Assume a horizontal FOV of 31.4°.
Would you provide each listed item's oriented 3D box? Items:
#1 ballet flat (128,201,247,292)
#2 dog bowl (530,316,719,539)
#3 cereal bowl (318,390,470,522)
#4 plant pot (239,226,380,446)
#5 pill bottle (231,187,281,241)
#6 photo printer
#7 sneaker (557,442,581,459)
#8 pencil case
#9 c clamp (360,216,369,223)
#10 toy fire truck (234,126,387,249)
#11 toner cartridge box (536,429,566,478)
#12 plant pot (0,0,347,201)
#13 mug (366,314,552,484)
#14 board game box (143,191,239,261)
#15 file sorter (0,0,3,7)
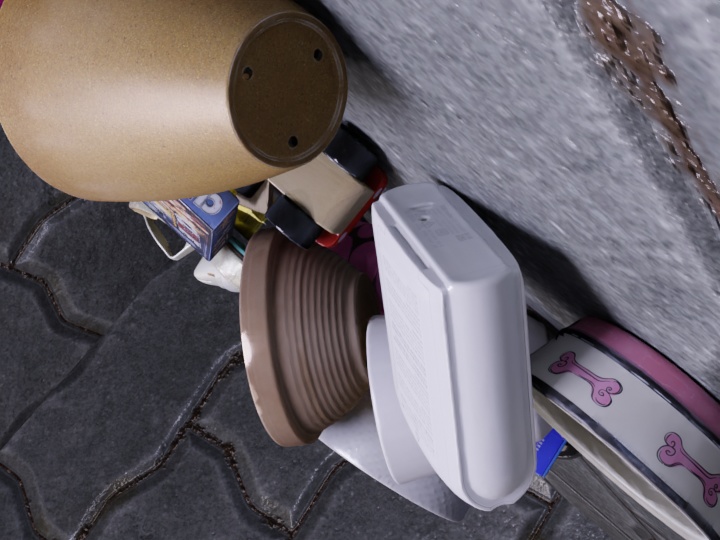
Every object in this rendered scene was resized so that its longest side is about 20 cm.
[{"bbox_3d":[-0.153,-0.022,1.267,0.200,0.062,0.067,43,-176,23],"label":"ballet flat"},{"bbox_3d":[0.203,0.113,0.926,0.200,0.074,0.200,41,176,3],"label":"dog bowl"},{"bbox_3d":[0.037,0.165,1.291,0.200,0.084,0.200,32,179,0],"label":"cereal bowl"},{"bbox_3d":[-0.035,0.055,1.161,0.201,0.092,0.202,-8,-90,-77],"label":"plant pot"},{"bbox_3d":[-0.129,-0.119,1.281,0.200,0.114,0.114,42,176,0],"label":"pill bottle"},{"bbox_3d":[0.067,0.058,0.911,0.166,0.069,0.201,-124,23,-60],"label":"photo printer"},{"bbox_3d":[0.165,0.127,1.372,0.200,0.073,0.082,39,177,28],"label":"sneaker"},{"bbox_3d":[0.000,0.000,1.292,0.094,0.091,0.200,48,165,-30],"label":"pencil case"},{"bbox_3d":[0.075,0.011,1.333,0.200,0.027,0.171,36,174,47],"label":"c clamp"},{"bbox_3d":[-0.066,-0.089,1.111,0.176,0.129,0.200,40,-173,10],"label":"toy fire truck"},{"bbox_3d":[0.124,0.115,1.291,0.199,0.095,0.043,33,179,12],"label":"toner cartridge box"},{"bbox_3d":[-0.107,-0.122,0.820,0.200,0.187,0.186,17,158,47],"label":"plant pot"},{"bbox_3d":[0.094,0.088,1.138,0.150,0.152,0.187,69,-166,-46],"label":"mug"},{"bbox_3d":[-0.168,-0.076,1.111,0.135,0.035,0.200,42,170,-1],"label":"board game box"},{"bbox_3d":[-0.400,-0.299,1.468,0.125,0.140,0.200,7,157,30],"label":"file sorter"}]
